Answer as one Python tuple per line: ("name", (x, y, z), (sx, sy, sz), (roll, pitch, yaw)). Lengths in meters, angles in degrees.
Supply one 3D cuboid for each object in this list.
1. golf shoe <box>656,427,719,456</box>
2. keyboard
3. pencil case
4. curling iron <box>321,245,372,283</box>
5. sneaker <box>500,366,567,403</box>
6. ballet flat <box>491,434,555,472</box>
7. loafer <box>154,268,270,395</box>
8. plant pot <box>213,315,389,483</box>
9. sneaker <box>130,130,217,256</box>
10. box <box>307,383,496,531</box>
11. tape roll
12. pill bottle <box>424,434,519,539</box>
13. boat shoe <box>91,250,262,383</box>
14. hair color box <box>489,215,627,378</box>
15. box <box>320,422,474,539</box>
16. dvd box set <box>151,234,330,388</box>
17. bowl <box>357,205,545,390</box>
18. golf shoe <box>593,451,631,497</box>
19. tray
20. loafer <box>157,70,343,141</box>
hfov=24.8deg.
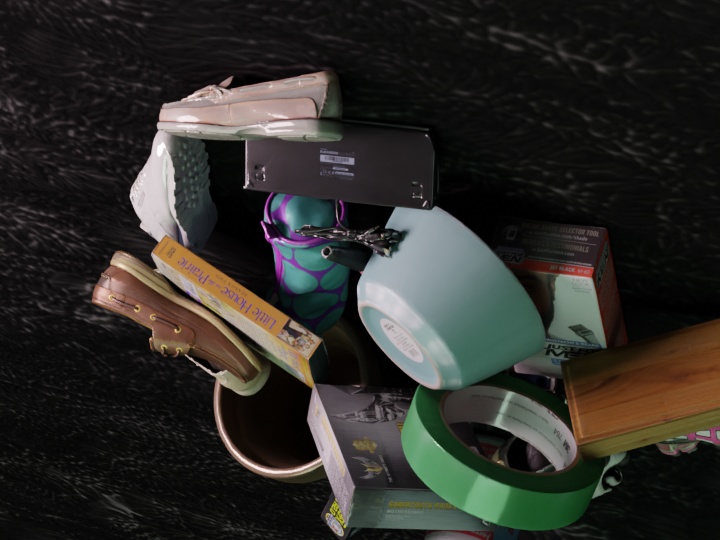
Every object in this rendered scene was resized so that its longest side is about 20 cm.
("golf shoe", (0.353, 0.140, 1.697), (0.092, 0.073, 0.199), (36, 147, -23))
("keyboard", (-0.020, -0.082, 1.554), (0.198, 0.021, 0.128), (8, 105, 22))
("pencil case", (-0.057, -0.009, 1.686), (0.092, 0.085, 0.201), (-22, 152, -14))
("curling iron", (0.000, 0.000, 1.646), (0.025, 0.050, 0.200), (27, 178, 18))
("sneaker", (0.127, 0.119, 1.795), (0.199, 0.079, 0.089), (23, 148, -5))
("ballet flat", (0.204, 0.187, 1.798), (0.056, 0.067, 0.200), (5, 150, -41))
("loafer", (-0.181, 0.059, 1.830), (0.200, 0.076, 0.068), (37, 179, 25))
("plant pot", (-0.043, 0.154, 1.874), (0.199, 0.202, 0.174), (3, 164, 28))
("sneaker", (-0.200, -0.083, 1.677), (0.080, 0.077, 0.201), (23, 150, 13))
("box", (0.042, 0.186, 1.662), (0.157, 0.200, 0.049), (5, 115, -16))
("tape roll", (0.140, 0.173, 1.612), (0.199, 0.201, 0.048), (20, 116, 1))
("pill bottle", (0.137, 0.308, 1.971), (0.108, 0.201, 0.109), (14, 150, 9))
("boat shoe", (-0.196, 0.062, 1.739), (0.199, 0.068, 0.072), (36, 168, 0))
("hair color box", (0.197, 0.034, 1.630), (0.110, 0.064, 0.201), (8, 146, 22))
("box", (0.051, 0.214, 1.880), (0.044, 0.199, 0.161), (47, 153, 13))
("dvd box set", (-0.122, 0.046, 1.715), (0.199, 0.030, 0.146), (33, 168, 12))
("bowl", (0.073, 0.039, 1.592), (0.201, 0.105, 0.201), (41, 163, 16))
("golf shoe", (0.255, 0.246, 1.914), (0.091, 0.073, 0.200), (17, 150, 2))
("tray", (0.299, 0.110, 1.583), (0.198, 0.099, 0.037), (-17, 140, 13))
("loafer", (-0.100, -0.154, 1.524), (0.198, 0.064, 0.072), (5, 180, 31))
